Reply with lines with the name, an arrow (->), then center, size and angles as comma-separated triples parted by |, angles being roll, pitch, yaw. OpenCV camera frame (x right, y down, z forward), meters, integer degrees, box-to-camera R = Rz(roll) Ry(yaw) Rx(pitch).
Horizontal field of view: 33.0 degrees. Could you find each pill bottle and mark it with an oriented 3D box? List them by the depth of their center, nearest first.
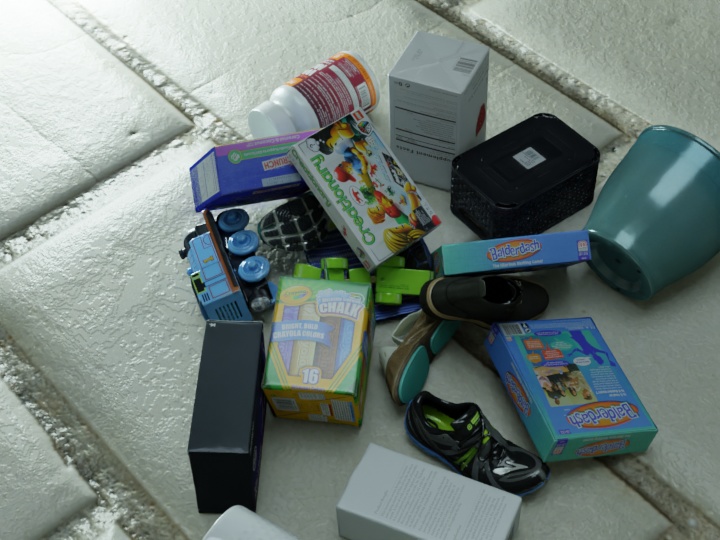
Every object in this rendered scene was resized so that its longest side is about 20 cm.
pill bottle -> -0.075, -0.261, 1.939 | 0.200, 0.110, 0.110 | -34, 55, -26

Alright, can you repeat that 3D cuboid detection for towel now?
towel -> 0.000, 0.000, 1.757 | 0.145, 0.024, 0.200 | -11, 48, -9

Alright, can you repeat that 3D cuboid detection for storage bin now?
storage bin -> 0.245, -0.135, 1.823 | 0.200, 0.094, 0.135 | -30, 53, -21

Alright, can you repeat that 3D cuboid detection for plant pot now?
plant pot -> 0.412, -0.066, 1.700 | 0.200, 0.200, 0.188 | 36, 74, 30

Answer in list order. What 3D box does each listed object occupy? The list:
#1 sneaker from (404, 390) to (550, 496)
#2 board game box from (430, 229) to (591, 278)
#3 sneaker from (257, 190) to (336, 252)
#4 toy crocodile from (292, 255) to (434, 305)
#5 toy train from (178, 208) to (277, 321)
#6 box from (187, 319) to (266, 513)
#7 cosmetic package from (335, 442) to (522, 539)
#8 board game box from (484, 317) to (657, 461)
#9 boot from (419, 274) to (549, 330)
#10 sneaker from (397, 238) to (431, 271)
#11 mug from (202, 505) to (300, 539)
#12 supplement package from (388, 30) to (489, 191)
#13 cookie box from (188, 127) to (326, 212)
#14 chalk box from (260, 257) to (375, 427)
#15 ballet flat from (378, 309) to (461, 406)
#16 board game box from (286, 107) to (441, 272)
sneaker -> 0.141, 0.215, 1.515 | 0.199, 0.083, 0.071 | 28, 54, 21
board game box -> 0.203, -0.019, 1.686 | 0.200, 0.152, 0.045 | -7, 87, -4
sneaker -> -0.082, -0.077, 1.782 | 0.080, 0.078, 0.200 | -3, 16, 41
toy crocodile -> 0.004, 0.016, 1.694 | 0.200, 0.062, 0.068 | -1, 85, -5
toy train -> -0.191, -0.007, 1.732 | 0.114, 0.087, 0.200 | -22, 48, -6
box -> -0.162, 0.182, 1.520 | 0.079, 0.141, 0.200 | 0, 48, 3
cosmetic package -> 0.082, 0.294, 1.454 | 0.200, 0.071, 0.102 | 18, 51, 18
board game box -> 0.267, 0.148, 1.560 | 0.152, 0.045, 0.200 | -1, 43, -22
boot -> 0.198, 0.038, 1.607 | 0.200, 0.138, 0.078 | -3, 85, -31
sneaker -> 0.042, -0.071, 1.755 | 0.200, 0.075, 0.078 | 55, 26, 15
mug -> -0.108, 0.389, 1.345 | 0.175, 0.148, 0.200 | 26, 84, 15
supplement package -> 0.120, -0.239, 1.849 | 0.120, 0.200, 0.121 | 17, 51, 18
cookie box -> -0.146, -0.143, 1.762 | 0.171, 0.200, 0.075 | -11, 89, -19
chalk box -> -0.046, 0.085, 1.582 | 0.124, 0.124, 0.200 | 6, 65, 8
ballet flat -> 0.069, 0.104, 1.637 | 0.072, 0.068, 0.200 | 10, 46, 29
board game box -> 0.005, -0.112, 1.669 | 0.126, 0.035, 0.200 | -34, 87, -28
